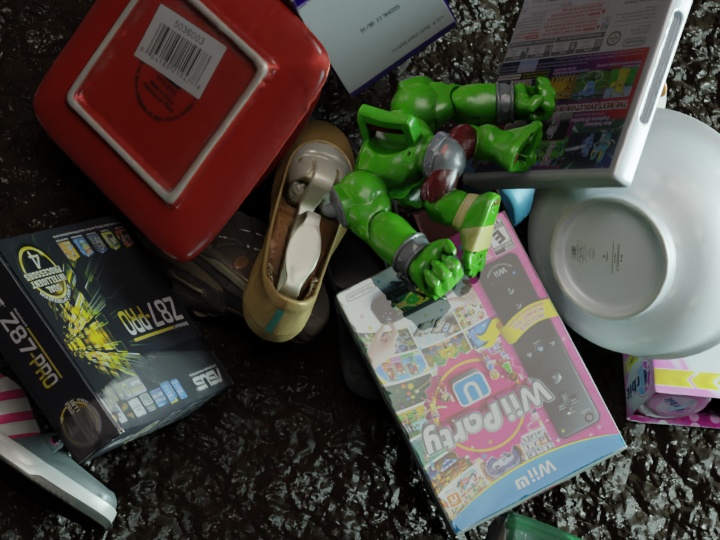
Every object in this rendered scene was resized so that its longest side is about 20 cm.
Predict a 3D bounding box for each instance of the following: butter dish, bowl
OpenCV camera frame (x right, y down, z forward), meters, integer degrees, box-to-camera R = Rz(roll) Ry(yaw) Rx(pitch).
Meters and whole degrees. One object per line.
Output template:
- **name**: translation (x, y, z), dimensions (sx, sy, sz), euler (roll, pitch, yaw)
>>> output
- **butter dish**: translation (-0.112, -0.134, 1.474), dimensions (0.200, 0.200, 0.148), euler (43, 17, 22)
- **bowl**: translation (0.205, -0.019, 1.470), dimensions (0.201, 0.201, 0.090), euler (49, 30, 10)

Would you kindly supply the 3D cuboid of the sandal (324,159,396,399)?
- **sandal**: translation (0.001, 0.000, 1.512), dimensions (0.076, 0.043, 0.201), euler (-17, 84, 6)

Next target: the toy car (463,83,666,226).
- **toy car**: translation (0.208, -0.116, 1.565), dimensions (0.177, 0.200, 0.184), euler (42, 62, 15)

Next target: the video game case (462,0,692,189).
- **video game case**: translation (0.167, -0.149, 1.476), dimensions (0.023, 0.200, 0.183), euler (25, 79, -29)

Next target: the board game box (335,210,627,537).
- **board game box**: translation (0.089, 0.078, 1.457), dimensions (0.147, 0.064, 0.201), euler (-26, 82, -5)

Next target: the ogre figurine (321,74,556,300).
- **ogre figurine**: translation (0.056, -0.077, 1.424), dimensions (0.119, 0.098, 0.201), euler (21, 79, 18)

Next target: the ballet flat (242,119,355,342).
- **ballet flat**: translation (-0.036, -0.040, 1.448), dimensions (0.068, 0.063, 0.201), euler (19, 59, -11)

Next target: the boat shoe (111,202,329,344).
- **boat shoe**: translation (-0.110, -0.005, 1.502), dimensions (0.200, 0.073, 0.074), euler (38, 40, 14)

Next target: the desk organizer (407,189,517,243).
- **desk organizer**: translation (0.103, 0.043, 1.541), dimensions (0.077, 0.072, 0.201), euler (-15, 70, -19)

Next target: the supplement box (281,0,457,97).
- **supplement box**: translation (-0.025, -0.243, 1.483), dimensions (0.101, 0.103, 0.200), euler (-35, 44, 0)

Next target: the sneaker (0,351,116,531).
- **sneaker**: translation (-0.237, 0.092, 1.419), dimensions (0.200, 0.084, 0.121), euler (35, 71, 4)

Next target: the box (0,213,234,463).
- **box**: translation (-0.188, 0.044, 1.394), dimensions (0.162, 0.049, 0.200), euler (57, 20, 6)

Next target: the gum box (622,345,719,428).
- **gum box**: translation (0.318, 0.068, 1.591), dimensions (0.199, 0.066, 0.114), euler (6, 63, -13)

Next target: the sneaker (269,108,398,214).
- **sneaker**: translation (-0.052, -0.097, 1.575), dimensions (0.079, 0.075, 0.200), euler (-44, 83, -6)

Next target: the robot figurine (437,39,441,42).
- **robot figurine**: translation (0.005, -0.266, 1.634), dimensions (0.169, 0.113, 0.201), euler (-24, 69, 16)

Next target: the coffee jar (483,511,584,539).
- **coffee jar**: translation (0.183, 0.258, 1.453), dimensions (0.199, 0.085, 0.105), euler (17, 62, -8)
